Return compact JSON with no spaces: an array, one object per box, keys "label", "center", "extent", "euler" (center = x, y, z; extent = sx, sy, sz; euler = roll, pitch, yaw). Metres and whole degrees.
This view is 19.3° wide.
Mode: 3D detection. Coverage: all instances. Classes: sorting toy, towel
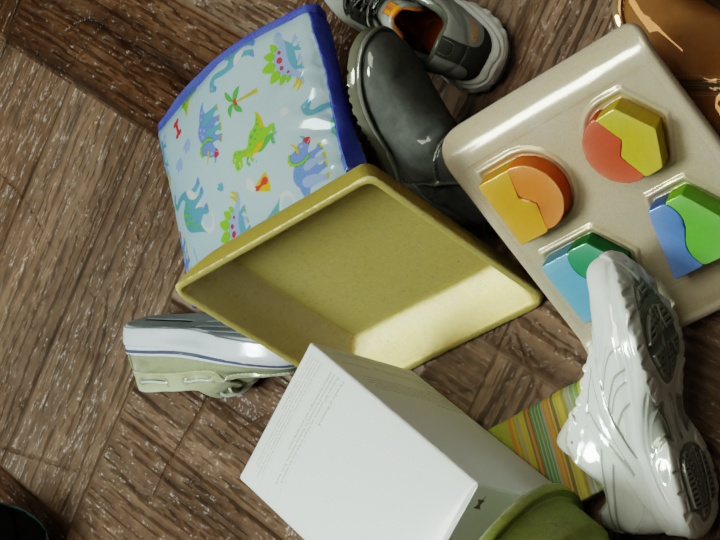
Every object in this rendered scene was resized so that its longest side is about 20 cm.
[{"label":"sorting toy","center":[0.171,-0.045,1.444],"extent":[0.185,0.036,0.200],"euler":[-29,101,37]},{"label":"towel","center":[0.102,0.157,1.548],"extent":[0.200,0.018,0.086],"euler":[-32,57,32]}]

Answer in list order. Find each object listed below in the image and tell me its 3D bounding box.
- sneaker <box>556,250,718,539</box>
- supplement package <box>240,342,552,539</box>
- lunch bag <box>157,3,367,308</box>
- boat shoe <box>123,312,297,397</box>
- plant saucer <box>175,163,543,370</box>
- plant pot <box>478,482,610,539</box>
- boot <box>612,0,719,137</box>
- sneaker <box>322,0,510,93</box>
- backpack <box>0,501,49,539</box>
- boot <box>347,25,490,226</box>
[{"label":"sneaker","center":[0.171,0.089,1.435],"extent":[0.099,0.078,0.201],"euler":[-14,87,32]},{"label":"supplement package","center":[0.032,0.159,1.516],"extent":[0.200,0.121,0.120],"euler":[37,103,43]},{"label":"lunch bag","center":[-0.060,-0.085,1.639],"extent":[0.200,0.127,0.171],"euler":[-45,54,52]},{"label":"boat shoe","center":[-0.112,0.071,1.719],"extent":[0.199,0.072,0.062],"euler":[2,108,43]},{"label":"plant saucer","center":[0.000,0.000,1.558],"extent":[0.200,0.200,0.049],"euler":[-28,45,32]},{"label":"plant pot","center":[0.160,0.270,1.379],"extent":[0.184,0.200,0.201],"euler":[28,100,29]},{"label":"boot","center":[0.254,-0.155,1.444],"extent":[0.155,0.077,0.201],"euler":[-8,71,34]},{"label":"sneaker","center":[0.029,-0.205,1.638],"extent":[0.200,0.079,0.074],"euler":[35,106,40]},{"label":"backpack","center":[-0.351,0.291,1.795],"extent":[0.153,0.176,0.201],"euler":[3,80,36]},{"label":"boot","center":[0.099,-0.097,1.523],"extent":[0.199,0.073,0.182],"euler":[4,127,44]}]
